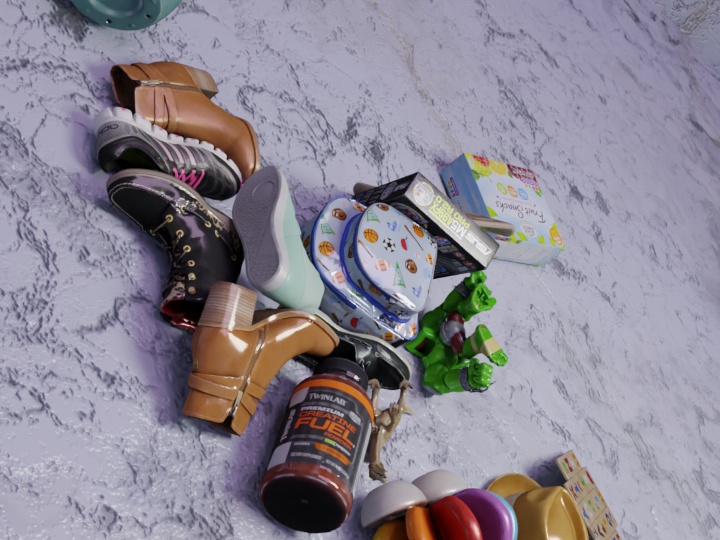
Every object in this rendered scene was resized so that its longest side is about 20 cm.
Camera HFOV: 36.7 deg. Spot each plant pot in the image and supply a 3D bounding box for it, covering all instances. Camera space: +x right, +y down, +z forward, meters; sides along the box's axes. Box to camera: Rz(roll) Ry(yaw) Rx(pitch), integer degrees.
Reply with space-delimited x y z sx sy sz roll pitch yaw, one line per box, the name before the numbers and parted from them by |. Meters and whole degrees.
plant pot | -0.300 -0.412 1.406 0.200 0.200 0.162 28 54 -30

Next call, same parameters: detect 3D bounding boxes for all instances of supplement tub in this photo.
supplement tub | -0.044 0.194 1.254 0.107 0.107 0.201 39 38 -19

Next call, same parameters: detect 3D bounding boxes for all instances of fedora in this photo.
fedora | 0.250 0.357 1.466 0.200 0.082 0.202 30 41 -30

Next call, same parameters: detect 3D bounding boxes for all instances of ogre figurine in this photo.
ogre figurine | 0.134 0.095 1.525 0.098 0.120 0.201 17 50 -45

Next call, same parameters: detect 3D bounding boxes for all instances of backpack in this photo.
backpack | 0.000 0.000 1.438 0.190 0.154 0.201 28 44 -16

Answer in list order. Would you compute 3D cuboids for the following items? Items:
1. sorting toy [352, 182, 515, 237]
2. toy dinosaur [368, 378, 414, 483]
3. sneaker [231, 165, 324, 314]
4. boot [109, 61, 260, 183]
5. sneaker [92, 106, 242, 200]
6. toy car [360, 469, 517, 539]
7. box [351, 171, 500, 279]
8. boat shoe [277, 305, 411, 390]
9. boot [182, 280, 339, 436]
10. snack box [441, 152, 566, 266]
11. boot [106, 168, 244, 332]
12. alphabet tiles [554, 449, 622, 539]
sorting toy | 0.110 -0.083 1.618 0.199 0.184 0.037 9 97 -55
toy dinosaur | 0.030 0.187 1.368 0.058 0.102 0.200 12 23 9
sneaker | -0.097 -0.029 1.341 0.118 0.073 0.202 49 25 -46
boot | -0.228 -0.188 1.399 0.154 0.074 0.201 -5 53 -51
sneaker | -0.238 -0.122 1.330 0.199 0.074 0.088 25 44 -27
toy car | 0.109 0.317 1.283 0.199 0.150 0.176 -1 61 -48
box | 0.079 -0.056 1.527 0.160 0.200 0.044 40 68 -18
boat shoe | -0.023 0.110 1.370 0.199 0.074 0.066 34 34 -20
boot | -0.112 0.114 1.240 0.199 0.076 0.157 28 69 -48
snack box | 0.246 -0.102 1.860 0.199 0.068 0.170 7 55 -44
boot | -0.214 -0.019 1.271 0.200 0.073 0.151 35 38 -37
alphabet tiles | 0.338 0.343 1.583 0.167 0.006 0.200 62 16 13
